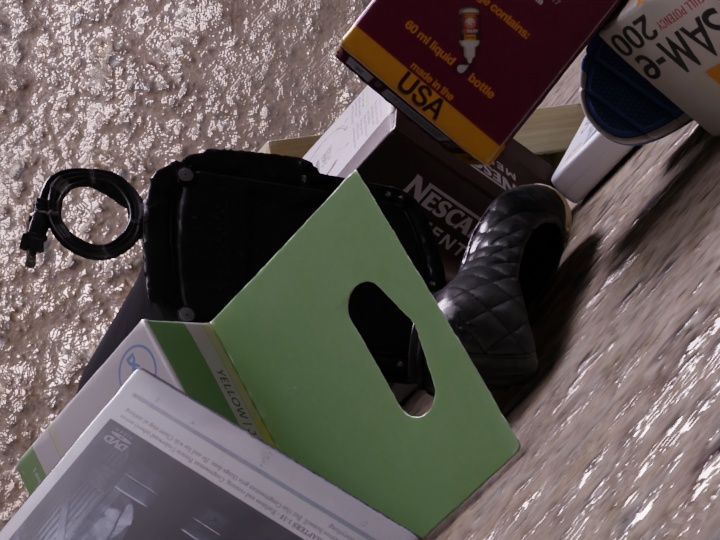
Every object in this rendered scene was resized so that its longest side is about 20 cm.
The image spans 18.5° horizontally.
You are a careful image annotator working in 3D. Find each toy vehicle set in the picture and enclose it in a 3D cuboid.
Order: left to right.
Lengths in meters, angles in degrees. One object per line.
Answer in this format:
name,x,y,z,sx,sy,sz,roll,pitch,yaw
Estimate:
toy vehicle set,0.022,-0.054,1.298,0.198,0.027,0.124,-9,-13,-21

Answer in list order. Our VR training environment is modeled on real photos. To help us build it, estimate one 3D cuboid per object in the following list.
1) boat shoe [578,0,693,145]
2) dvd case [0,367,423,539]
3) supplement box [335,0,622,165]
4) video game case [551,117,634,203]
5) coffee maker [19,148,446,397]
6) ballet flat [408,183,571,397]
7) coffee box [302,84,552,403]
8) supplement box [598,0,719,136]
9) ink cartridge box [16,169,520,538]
boat shoe,0.180,-0.139,1.037,0.200,0.072,0.072,-50,-12,8
dvd case,-0.090,0.146,0.817,0.200,0.150,0.025,-51,-33,-19
supplement box,0.082,-0.149,0.976,0.200,0.085,0.110,-52,4,1
video game case,0.189,-0.141,1.189,0.200,0.023,0.182,-47,5,30
coffee maker,-0.077,0.038,1.059,0.200,0.191,0.135,-57,6,51
ballet flat,0.070,0.012,0.993,0.200,0.056,0.067,-51,-32,-63
coffee box,0.000,0.000,1.180,0.200,0.113,0.080,-47,21,27
supplement box,0.199,-0.160,0.915,0.200,0.073,0.126,-50,4,-11
ink cartridge box,-0.044,0.076,0.892,0.048,0.146,0.200,3,-42,-48
